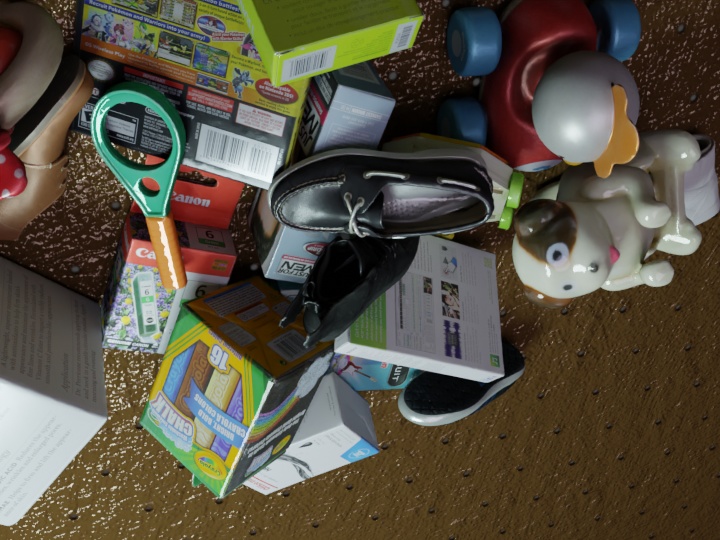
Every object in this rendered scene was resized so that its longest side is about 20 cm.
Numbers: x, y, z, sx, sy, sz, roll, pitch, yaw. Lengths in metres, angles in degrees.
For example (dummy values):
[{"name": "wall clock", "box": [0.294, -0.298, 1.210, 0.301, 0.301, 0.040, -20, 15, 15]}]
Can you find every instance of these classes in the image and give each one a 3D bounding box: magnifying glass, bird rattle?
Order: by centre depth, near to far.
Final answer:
[{"name": "bird rattle", "box": [-0.288, -0.134, 0.633, 0.164, 0.199, 0.113, -52, 131, -8]}, {"name": "magnifying glass", "box": [-0.184, -0.069, 0.760, 0.078, 0.023, 0.203, 1, 128, 8]}]

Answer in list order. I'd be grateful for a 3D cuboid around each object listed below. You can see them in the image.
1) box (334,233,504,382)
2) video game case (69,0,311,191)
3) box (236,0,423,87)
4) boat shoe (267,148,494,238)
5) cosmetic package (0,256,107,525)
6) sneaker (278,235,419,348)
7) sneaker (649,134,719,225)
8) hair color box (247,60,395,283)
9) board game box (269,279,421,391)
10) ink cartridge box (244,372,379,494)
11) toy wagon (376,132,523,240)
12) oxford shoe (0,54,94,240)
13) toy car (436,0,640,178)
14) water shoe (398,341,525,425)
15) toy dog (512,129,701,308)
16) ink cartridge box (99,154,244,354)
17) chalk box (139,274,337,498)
[{"name": "box", "box": [0.063, 0.031, 0.910, 0.197, 0.147, 0.036, 15, 151, -29]}, {"name": "video game case", "box": [-0.138, -0.174, 0.714, 0.196, 0.026, 0.183, 16, 122, -4]}, {"name": "box", "box": [-0.047, -0.247, 0.644, 0.120, 0.203, 0.048, -19, 164, -17]}, {"name": "boat shoe", "box": [0.018, -0.059, 0.739, 0.195, 0.061, 0.075, -3, 132, -3]}, {"name": "cosmetic package", "box": [-0.363, 0.097, 0.791, 0.199, 0.166, 0.165, 32, 111, -36]}, {"name": "sneaker", "box": [-0.002, -0.002, 0.798, 0.200, 0.060, 0.105, -49, 168, -22]}, {"name": "sneaker", "box": [0.322, -0.082, 0.984, 0.198, 0.074, 0.117, -30, 130, -10]}, {"name": "hair color box", "box": [-0.043, -0.098, 0.806, 0.059, 0.100, 0.203, 8, 123, -25]}, {"name": "board game box", "box": [-0.013, 0.068, 0.982, 0.196, 0.047, 0.153, 0, 126, -21]}, {"name": "ink cartridge box", "box": [-0.091, 0.200, 1.003, 0.197, 0.069, 0.116, -23, 147, 13]}, {"name": "toy wagon", "box": [0.080, -0.079, 0.863, 0.152, 0.040, 0.200, 12, 167, 6]}, {"name": "oxford shoe", "box": [-0.276, -0.101, 0.738, 0.071, 0.072, 0.200, 24, 126, -37]}, {"name": "toy car", "box": [0.191, -0.144, 0.794, 0.180, 0.201, 0.180, -7, 129, -15]}, {"name": "water shoe", "box": [0.125, 0.156, 1.058, 0.197, 0.072, 0.080, -18, 144, -33]}, {"name": "toy dog", "box": [0.231, -0.051, 0.864, 0.199, 0.192, 0.142, -36, 134, -37]}, {"name": "ink cartridge box", "box": [-0.185, -0.008, 0.853, 0.107, 0.051, 0.202, 9, 123, -27]}, {"name": "chalk box", "box": [-0.131, 0.131, 0.877, 0.124, 0.123, 0.202, -23, 145, -57]}]
